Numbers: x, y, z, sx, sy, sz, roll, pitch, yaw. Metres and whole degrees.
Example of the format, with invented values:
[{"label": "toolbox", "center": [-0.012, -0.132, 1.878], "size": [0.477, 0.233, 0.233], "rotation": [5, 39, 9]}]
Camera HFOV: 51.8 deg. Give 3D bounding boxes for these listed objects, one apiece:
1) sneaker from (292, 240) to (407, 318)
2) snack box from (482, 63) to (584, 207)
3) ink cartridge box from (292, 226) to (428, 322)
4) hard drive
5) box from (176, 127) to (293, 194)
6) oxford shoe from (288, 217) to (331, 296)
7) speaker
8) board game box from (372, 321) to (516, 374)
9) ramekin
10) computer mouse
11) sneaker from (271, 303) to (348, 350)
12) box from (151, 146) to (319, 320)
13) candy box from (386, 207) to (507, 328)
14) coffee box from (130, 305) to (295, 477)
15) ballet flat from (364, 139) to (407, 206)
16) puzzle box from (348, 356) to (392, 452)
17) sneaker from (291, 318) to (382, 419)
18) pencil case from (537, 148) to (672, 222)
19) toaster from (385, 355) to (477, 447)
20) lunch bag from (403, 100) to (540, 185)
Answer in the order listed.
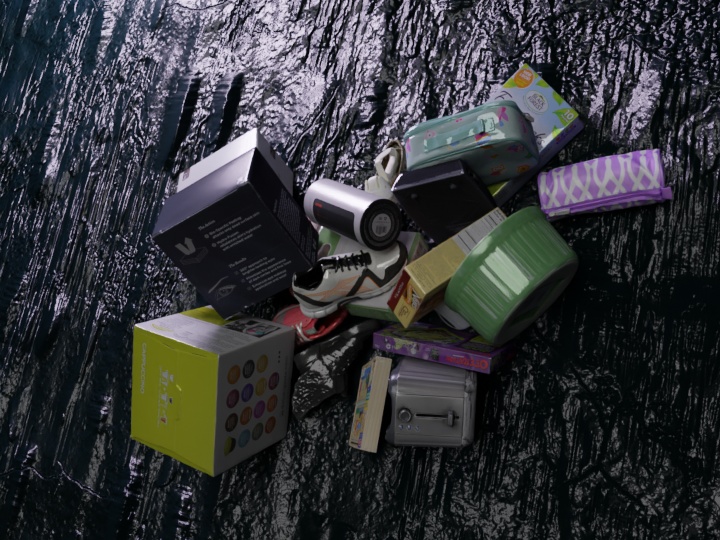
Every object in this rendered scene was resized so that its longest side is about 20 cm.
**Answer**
[{"label": "sneaker", "center": [-0.018, 0.005, 1.162], "size": [0.197, 0.080, 0.075], "rotation": [-28, 47, 5]}, {"label": "snack box", "center": [0.248, -0.220, 1.232], "size": [0.200, 0.053, 0.143], "rotation": [-43, 61, 12]}, {"label": "ink cartridge box", "center": [0.000, 0.000, 1.237], "size": [0.196, 0.048, 0.148], "rotation": [6, 61, 33]}, {"label": "hard drive", "center": [0.144, -0.104, 1.165], "size": [0.132, 0.200, 0.043], "rotation": [-11, 62, 27]}, {"label": "box", "center": [-0.235, -0.119, 1.377], "size": [0.197, 0.131, 0.202], "rotation": [-26, 41, 19]}, {"label": "oxford shoe", "center": [-0.067, -0.039, 1.326], "size": [0.073, 0.071, 0.204], "rotation": [3, 60, 19]}, {"label": "speaker", "center": [-0.016, -0.094, 1.197], "size": [0.199, 0.080, 0.082], "rotation": [28, 88, 56]}, {"label": "board game box", "center": [0.131, 0.115, 1.152], "size": [0.196, 0.119, 0.033], "rotation": [10, 98, 30]}, {"label": "ramekin", "center": [0.227, 0.015, 1.091], "size": [0.200, 0.199, 0.098], "rotation": [-46, 67, 8]}, {"label": "computer mouse", "center": [0.120, 0.014, 1.233], "size": [0.110, 0.044, 0.200], "rotation": [-49, 59, 5]}, {"label": "sneaker", "center": [-0.095, 0.091, 1.285], "size": [0.198, 0.087, 0.074], "rotation": [-35, 106, 14]}, {"label": "box", "center": [-0.198, -0.057, 1.219], "size": [0.193, 0.201, 0.119], "rotation": [-25, 33, 18]}, {"label": "candy box", "center": [0.139, -0.004, 1.129], "size": [0.198, 0.116, 0.056], "rotation": [-33, 73, -26]}, {"label": "coffee box", "center": [-0.250, 0.191, 1.252], "size": [0.196, 0.196, 0.205], "rotation": [13, 105, 30]}, {"label": "ballet flat", "center": [0.040, -0.151, 1.264], "size": [0.066, 0.076, 0.203], "rotation": [-4, 45, 24]}, {"label": "puzzle box", "center": [0.013, 0.210, 1.151], "size": [0.025, 0.200, 0.137], "rotation": [11, 77, -4]}, {"label": "sneaker", "center": [-0.038, 0.166, 1.262], "size": [0.196, 0.060, 0.106], "rotation": [-25, 84, 2]}, {"label": "pencil case", "center": [0.362, -0.125, 1.121], "size": [0.196, 0.085, 0.086], "rotation": [-12, 32, 26]}, {"label": "toaster", "center": [0.109, 0.193, 1.108], "size": [0.126, 0.200, 0.117], "rotation": [4, 95, 8]}, {"label": "lunch bag", "center": [0.172, -0.190, 1.140], "size": [0.196, 0.160, 0.079], "rotation": [-14, 70, 26]}]
